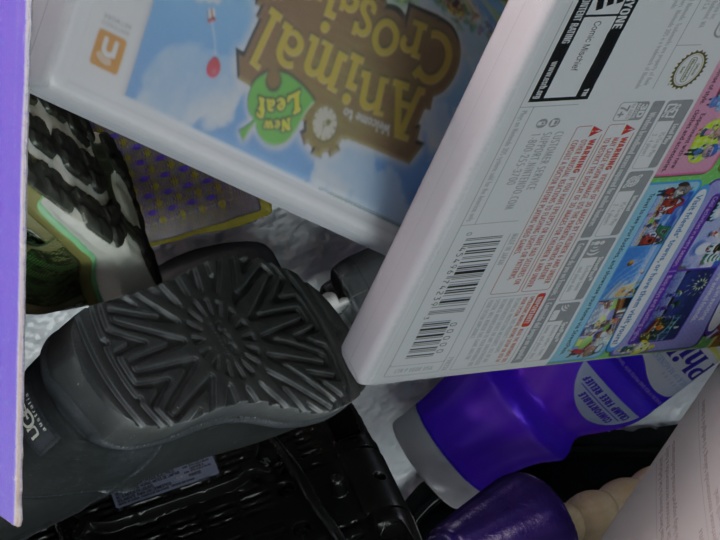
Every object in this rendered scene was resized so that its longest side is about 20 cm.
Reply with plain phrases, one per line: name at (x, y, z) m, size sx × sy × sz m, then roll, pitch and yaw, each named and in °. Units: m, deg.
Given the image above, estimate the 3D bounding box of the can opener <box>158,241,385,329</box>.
can opener at (0.000, 0.000, 0.954) m, size 0.200 × 0.067 × 0.053 m, roll -21°, pitch 172°, yaw -15°

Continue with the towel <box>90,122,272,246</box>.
towel at (-0.135, -0.046, 0.885) m, size 0.200 × 0.023 × 0.144 m, roll -16°, pitch 132°, yaw -11°

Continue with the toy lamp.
toy lamp at (0.114, 0.095, 1.011) m, size 0.200 × 0.058 × 0.058 m, roll -19°, pitch 135°, yaw -34°

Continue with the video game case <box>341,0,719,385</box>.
video game case at (0.104, -0.041, 0.810) m, size 0.182 × 0.022 × 0.200 m, roll -5°, pitch 139°, yaw -30°

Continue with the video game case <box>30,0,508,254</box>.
video game case at (-0.009, -0.113, 0.795) m, size 0.200 × 0.022 × 0.182 m, roll 24°, pitch 81°, yaw -45°

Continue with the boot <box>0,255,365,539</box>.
boot at (-0.113, 0.076, 0.868) m, size 0.200 × 0.066 × 0.165 m, roll -39°, pitch 160°, yaw 29°

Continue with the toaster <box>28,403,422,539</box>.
toaster at (-0.058, 0.136, 0.962) m, size 0.200 × 0.181 × 0.119 m, roll -19°, pitch 138°, yaw -9°

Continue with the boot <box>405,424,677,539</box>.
boot at (0.130, 0.147, 1.059) m, size 0.200 × 0.168 × 0.077 m, roll -7°, pitch 129°, yaw -18°

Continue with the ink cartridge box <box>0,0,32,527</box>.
ink cartridge box at (-0.175, -0.040, 0.737) m, size 0.043 × 0.200 × 0.199 m, roll -21°, pitch 127°, yaw -40°

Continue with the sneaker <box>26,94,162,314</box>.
sneaker at (-0.126, -0.018, 0.807) m, size 0.088 × 0.077 × 0.200 m, roll -22°, pitch 160°, yaw 1°

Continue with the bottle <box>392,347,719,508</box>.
bottle at (0.105, 0.023, 1.016) m, size 0.200 × 0.065 × 0.084 m, roll -37°, pitch 132°, yaw 8°

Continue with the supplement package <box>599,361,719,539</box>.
supplement package at (0.150, 0.139, 0.899) m, size 0.117 × 0.117 × 0.200 m, roll 24°, pitch 120°, yaw -10°
